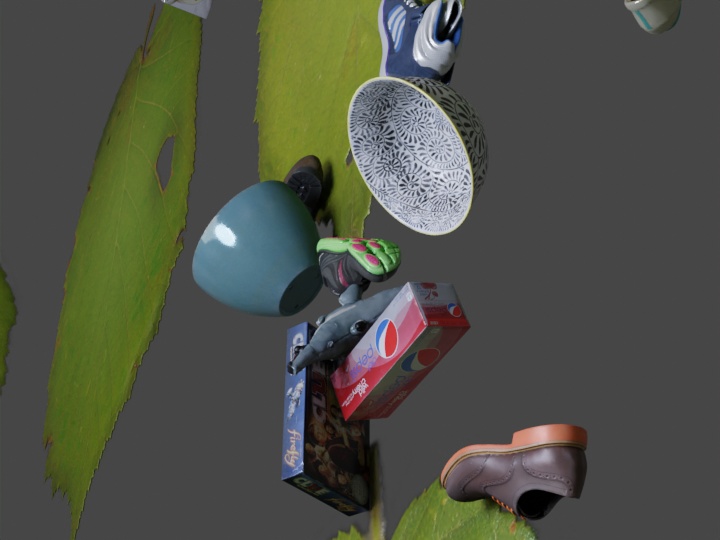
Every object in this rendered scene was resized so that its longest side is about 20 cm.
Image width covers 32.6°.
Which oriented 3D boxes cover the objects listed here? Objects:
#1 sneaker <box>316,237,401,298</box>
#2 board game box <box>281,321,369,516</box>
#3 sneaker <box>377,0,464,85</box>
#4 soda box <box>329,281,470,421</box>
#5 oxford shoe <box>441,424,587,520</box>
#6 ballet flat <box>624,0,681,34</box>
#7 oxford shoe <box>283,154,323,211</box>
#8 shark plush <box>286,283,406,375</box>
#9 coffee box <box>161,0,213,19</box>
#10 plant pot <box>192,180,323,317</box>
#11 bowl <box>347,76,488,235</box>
[{"bbox_3d":[0.000,0.000,1.636,0.200,0.076,0.085,-169,78,-70],"label":"sneaker"},{"bbox_3d":[-0.040,0.181,1.505,0.034,0.135,0.202,-21,52,30],"label":"board game box"},{"bbox_3d":[0.092,-0.331,1.633,0.146,0.080,0.202,-34,41,44],"label":"sneaker"},{"bbox_3d":[0.043,0.098,1.443,0.201,0.069,0.064,-53,48,40],"label":"soda box"},{"bbox_3d":[0.140,0.203,1.174,0.200,0.070,0.074,-36,48,54],"label":"oxford shoe"},{"bbox_3d":[0.286,-0.329,1.199,0.069,0.069,0.203,-29,49,58],"label":"ballet flat"},{"bbox_3d":[-0.109,-0.100,1.947,0.200,0.072,0.085,-52,16,35],"label":"oxford shoe"},{"bbox_3d":[-0.018,0.064,1.485,0.083,0.198,0.092,-21,85,50],"label":"shark plush"},{"bbox_3d":[-0.385,-0.711,2.895,0.202,0.113,0.080,-67,24,12],"label":"coffee box"},{"bbox_3d":[-0.128,-0.011,1.802,0.134,0.199,0.202,40,117,26],"label":"plant pot"},{"bbox_3d":[0.086,-0.152,1.455,0.200,0.094,0.203,32,139,32],"label":"bowl"}]
